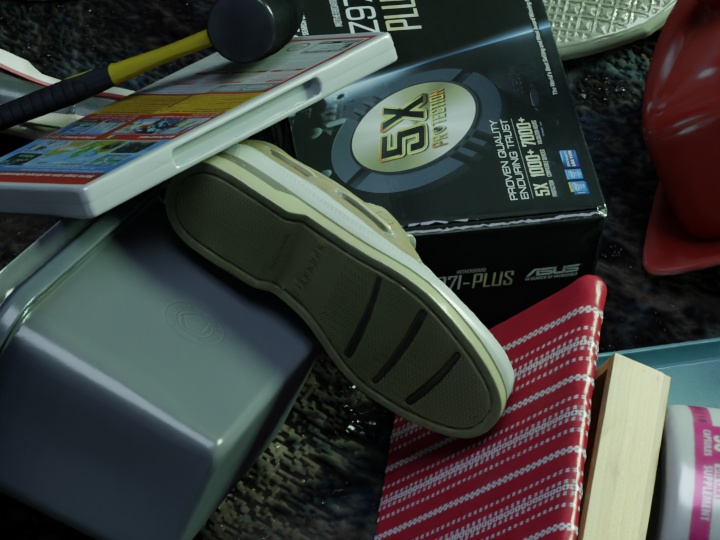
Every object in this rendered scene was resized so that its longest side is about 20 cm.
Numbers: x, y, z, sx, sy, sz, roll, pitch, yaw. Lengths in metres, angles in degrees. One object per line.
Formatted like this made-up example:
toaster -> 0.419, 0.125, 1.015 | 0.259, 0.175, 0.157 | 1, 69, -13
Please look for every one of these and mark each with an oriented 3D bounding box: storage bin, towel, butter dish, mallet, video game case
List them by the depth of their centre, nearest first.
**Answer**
towel -> 0.061, 0.104, 1.153 | 0.022, 0.144, 0.201 | 35, 45, -26
storage bin -> -0.113, 0.060, 1.158 | 0.134, 0.146, 0.200 | 31, 29, 7
video game case -> -0.097, -0.076, 1.199 | 0.200, 0.018, 0.143 | -30, 20, -32
mallet -> -0.125, -0.104, 1.231 | 0.199, 0.041, 0.066 | -21, 10, 10
butter dish -> 0.230, -0.119, 1.292 | 0.199, 0.148, 0.201 | -13, 40, 36

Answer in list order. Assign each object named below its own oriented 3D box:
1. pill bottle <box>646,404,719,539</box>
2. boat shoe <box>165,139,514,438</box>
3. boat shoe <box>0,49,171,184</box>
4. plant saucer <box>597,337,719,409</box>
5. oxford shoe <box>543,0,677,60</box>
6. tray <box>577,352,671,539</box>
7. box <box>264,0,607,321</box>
pill bottle -> 0.239, 0.133, 1.149 | 0.199, 0.114, 0.114 | 7, 50, 0
boat shoe -> 0.000, 0.000, 1.167 | 0.200, 0.075, 0.068 | 40, 34, 4
boat shoe -> -0.164, -0.071, 1.304 | 0.199, 0.071, 0.063 | 20, 62, 5
plant saucer -> 0.192, 0.069, 1.260 | 0.199, 0.019, 0.070 | -8, 52, -11
oxford shoe -> 0.180, -0.174, 1.436 | 0.199, 0.058, 0.075 | -26, 63, -7
tray -> 0.100, 0.149, 1.119 | 0.037, 0.099, 0.201 | 22, 55, -13
box -> 0.034, -0.072, 1.314 | 0.163, 0.086, 0.201 | -5, 52, -9
